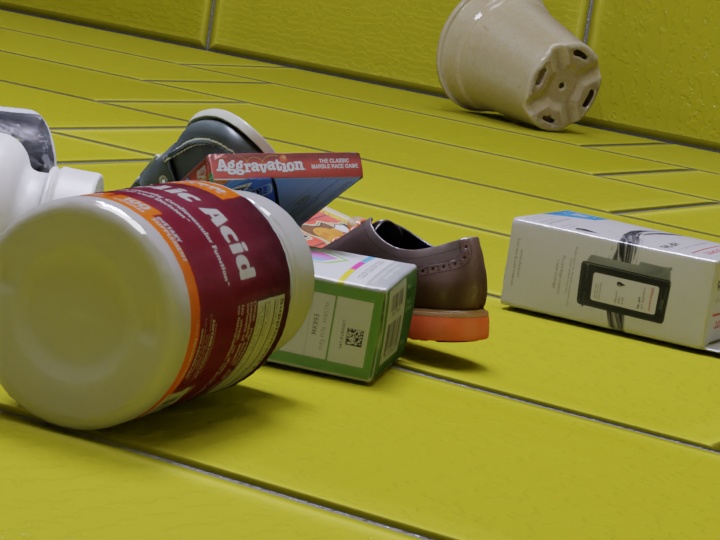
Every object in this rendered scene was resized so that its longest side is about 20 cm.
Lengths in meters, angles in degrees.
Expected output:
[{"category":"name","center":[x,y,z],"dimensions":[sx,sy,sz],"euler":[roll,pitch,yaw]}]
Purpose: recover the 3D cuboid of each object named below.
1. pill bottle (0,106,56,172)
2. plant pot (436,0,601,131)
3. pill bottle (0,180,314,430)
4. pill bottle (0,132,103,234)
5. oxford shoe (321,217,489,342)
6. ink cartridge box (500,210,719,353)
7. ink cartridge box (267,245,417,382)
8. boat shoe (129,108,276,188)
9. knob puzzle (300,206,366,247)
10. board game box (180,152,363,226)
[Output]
[{"category":"pill bottle","center":[-0.304,-0.060,1.508],"dimensions":[0.199,0.107,0.106],"euler":[4,10,-29]},{"category":"plant pot","center":[0.239,-0.291,3.366],"dimensions":[0.199,0.202,0.183],"euler":[3,22,-36]},{"category":"pill bottle","center":[-0.103,0.012,1.219],"dimensions":[0.114,0.115,0.200],"euler":[12,10,19]},{"category":"pill bottle","center":[-0.253,-0.031,1.357],"dimensions":[0.199,0.112,0.111],"euler":[8,9,-1]},{"category":"oxford shoe","center":[0.000,0.000,1.519],"dimensions":[0.199,0.073,0.071],"euler":[7,7,34]},{"category":"ink cartridge box","center":[0.217,0.009,1.720],"dimensions":[0.199,0.068,0.116],"euler":[13,10,24]},{"category":"ink cartridge box","center":[-0.073,0.013,1.423],"dimensions":[0.199,0.060,0.104],"euler":[11,9,10]},{"category":"boat shoe","center":[-0.111,-0.049,1.544],"dimensions":[0.073,0.062,0.200],"euler":[44,-25,-10]},{"category":"knob puzzle","center":[-0.051,-0.036,1.733],"dimensions":[0.218,0.031,0.220],"euler":[19,16,-6]},{"category":"board game box","center":[-0.086,-0.033,1.504],"dimensions":[0.102,0.020,0.200],"euler":[-4,-16,-28]}]
